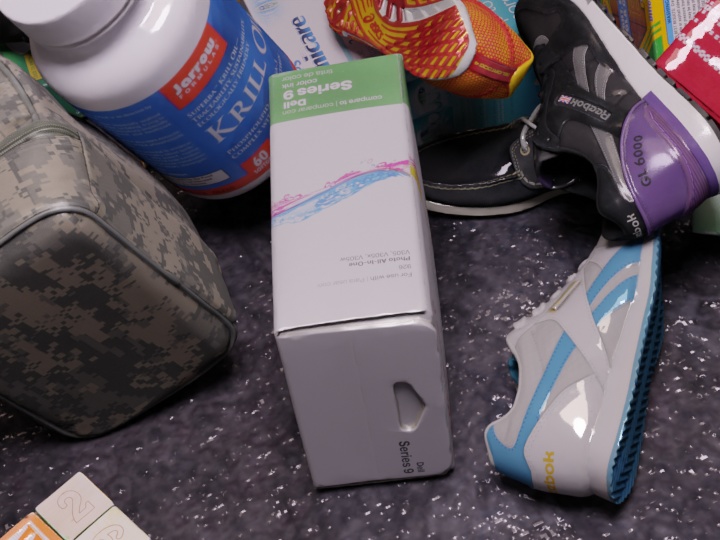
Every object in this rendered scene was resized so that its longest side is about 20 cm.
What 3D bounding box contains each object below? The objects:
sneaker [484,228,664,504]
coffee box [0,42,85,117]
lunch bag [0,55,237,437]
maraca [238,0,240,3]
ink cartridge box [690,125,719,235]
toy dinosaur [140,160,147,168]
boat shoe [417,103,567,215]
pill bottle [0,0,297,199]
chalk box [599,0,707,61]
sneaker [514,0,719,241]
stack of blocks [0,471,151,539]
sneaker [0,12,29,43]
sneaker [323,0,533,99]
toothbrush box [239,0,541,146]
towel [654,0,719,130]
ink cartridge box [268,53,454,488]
[{"bbox_3d":[0.128,0.035,0.782,0.080,0.077,0.201,5,47,21],"label":"sneaker"},{"bbox_3d":[-0.281,-0.144,1.028,0.199,0.044,0.123,-21,49,-9],"label":"coffee box"},{"bbox_3d":[-0.178,-0.022,0.795,0.139,0.200,0.168,-31,54,12],"label":"lunch bag"},{"bbox_3d":[-0.113,-0.273,1.017,0.136,0.107,0.202,1,86,-19],"label":"maraca"},{"bbox_3d":[0.283,-0.115,0.805,0.160,0.202,0.050,5,18,9],"label":"ink cartridge box"},{"bbox_3d":[-0.109,-0.114,0.978,0.105,0.061,0.200,-13,35,-21],"label":"toy dinosaur"},{"bbox_3d":[0.122,-0.085,0.894,0.198,0.068,0.072,-9,50,4],"label":"boat shoe"},{"bbox_3d":[-0.121,-0.129,0.803,0.111,0.200,0.113,-9,67,22],"label":"pill bottle"},{"bbox_3d":[0.225,-0.209,0.921,0.123,0.125,0.200,-12,15,-1],"label":"chalk box"},{"bbox_3d":[0.127,-0.098,0.811,0.087,0.076,0.200,-33,47,-1],"label":"sneaker"},{"bbox_3d":[-0.080,0.198,0.648,0.059,0.116,0.200,-40,55,-23],"label":"stack of blocks"},{"bbox_3d":[-0.197,-0.174,0.961,0.199,0.092,0.076,-7,5,27],"label":"sneaker"},{"bbox_3d":[0.035,-0.159,0.871,0.073,0.077,0.200,-57,40,20],"label":"sneaker"},{"bbox_3d":[0.032,-0.158,0.959,0.199,0.086,0.147,-20,50,-6],"label":"toothbrush box"},{"bbox_3d":[0.281,-0.141,0.782,0.145,0.022,0.200,42,95,7],"label":"towel"},{"bbox_3d":[0.000,0.000,0.786,0.087,0.146,0.201,-9,48,3],"label":"ink cartridge box"}]
